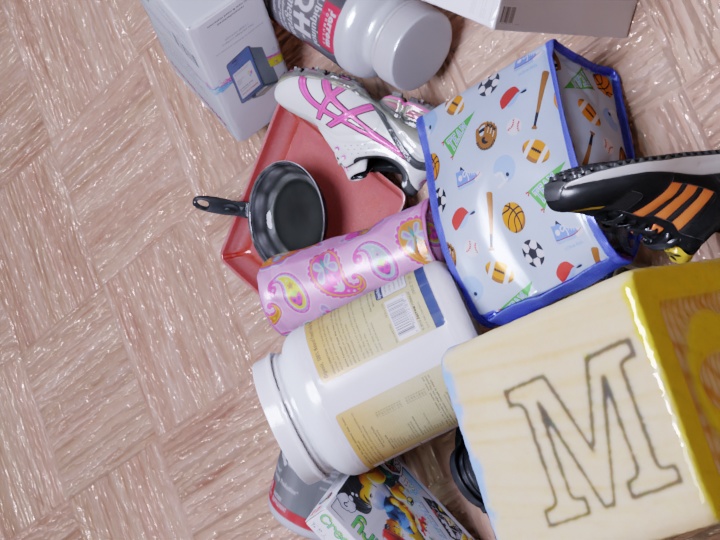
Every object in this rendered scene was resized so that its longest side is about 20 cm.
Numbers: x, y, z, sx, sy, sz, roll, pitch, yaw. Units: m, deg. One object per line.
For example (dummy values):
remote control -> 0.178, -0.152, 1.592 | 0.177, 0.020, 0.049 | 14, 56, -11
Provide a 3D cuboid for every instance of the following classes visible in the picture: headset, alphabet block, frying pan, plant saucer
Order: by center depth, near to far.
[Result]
alphabet block -> 0.216, 0.116, 1.199 | 0.199, 0.194, 0.198 | -27, 78, 41
headset -> 0.148, 0.193, 1.396 | 0.123, 0.093, 0.202 | -4, 76, 46
plant saucer -> -0.044, -0.044, 1.552 | 0.199, 0.037, 0.201 | 40, 118, 32
frying pan -> -0.098, -0.045, 1.555 | 0.189, 0.031, 0.116 | -19, 81, 44

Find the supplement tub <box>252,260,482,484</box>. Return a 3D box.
supplement tub -> 0.017, 0.095, 1.347 | 0.199, 0.144, 0.145 | -26, 75, 5

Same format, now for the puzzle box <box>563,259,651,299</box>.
puzzle box -> 0.258, 0.069, 1.301 | 0.199, 0.025, 0.134 | 24, 109, 38

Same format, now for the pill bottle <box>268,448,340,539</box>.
pill bottle -> -0.017, 0.159, 1.494 | 0.113, 0.113, 0.202 | 28, 112, 36

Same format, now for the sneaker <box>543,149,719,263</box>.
sneaker -> 0.240, -0.047, 1.197 | 0.070, 0.198, 0.091 | -1, 96, 65

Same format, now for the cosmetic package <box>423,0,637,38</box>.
cosmetic package -> 0.146, -0.233, 1.256 | 0.082, 0.199, 0.051 | 27, 112, 36

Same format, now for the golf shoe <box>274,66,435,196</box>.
golf shoe -> -0.010, -0.139, 1.458 | 0.199, 0.073, 0.093 | 22, 86, 29

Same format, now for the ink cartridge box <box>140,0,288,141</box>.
ink cartridge box -> -0.154, -0.248, 1.524 | 0.087, 0.200, 0.145 | -36, 61, -11

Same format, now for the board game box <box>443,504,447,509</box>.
board game box -> 0.057, 0.355, 1.481 | 0.147, 0.064, 0.201 | -36, 70, 37

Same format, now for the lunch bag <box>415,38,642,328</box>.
lunch bag -> 0.154, -0.067, 1.308 | 0.169, 0.123, 0.202 | -29, 58, 40

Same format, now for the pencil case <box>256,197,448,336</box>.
pencil case -> 0.000, 0.000, 1.441 | 0.198, 0.087, 0.088 | -19, 81, 21

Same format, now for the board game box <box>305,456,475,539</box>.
board game box -> 0.050, 0.264, 1.387 | 0.200, 0.126, 0.035 | 47, 126, -4

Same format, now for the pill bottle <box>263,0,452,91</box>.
pill bottle -> -0.007, -0.255, 1.450 | 0.200, 0.110, 0.111 | 38, 117, 33
